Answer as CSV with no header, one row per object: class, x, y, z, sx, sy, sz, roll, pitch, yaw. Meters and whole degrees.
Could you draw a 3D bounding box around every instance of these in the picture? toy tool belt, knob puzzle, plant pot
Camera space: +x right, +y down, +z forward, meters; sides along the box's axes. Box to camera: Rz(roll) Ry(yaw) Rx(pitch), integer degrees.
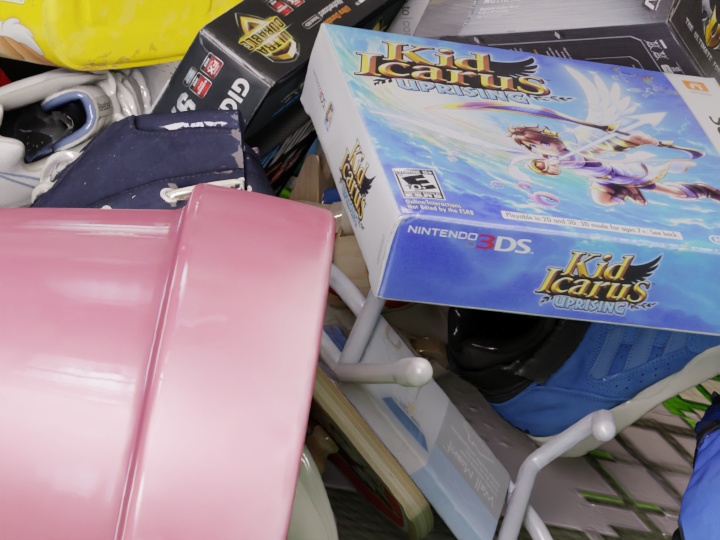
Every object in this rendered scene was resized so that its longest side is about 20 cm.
toy tool belt,0.000,0.000,1.435,0.122,0.126,0.200,-6,-1,25
knob puzzle,-0.036,0.054,1.217,0.220,0.030,0.220,49,-8,9
plant pot,-0.113,0.059,0.974,0.178,0.201,0.200,11,19,-3

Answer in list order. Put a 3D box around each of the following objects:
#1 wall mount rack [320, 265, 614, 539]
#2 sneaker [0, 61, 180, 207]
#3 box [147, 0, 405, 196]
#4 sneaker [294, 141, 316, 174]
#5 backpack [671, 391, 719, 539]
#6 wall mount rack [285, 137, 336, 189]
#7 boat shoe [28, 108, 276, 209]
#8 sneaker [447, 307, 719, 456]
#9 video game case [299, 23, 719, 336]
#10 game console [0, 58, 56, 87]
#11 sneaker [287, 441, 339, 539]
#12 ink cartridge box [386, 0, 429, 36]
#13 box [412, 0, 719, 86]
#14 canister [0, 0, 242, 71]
wall mount rack,0.047,0.068,1.217,0.200,0.074,0.174,51,22,-12
sneaker,-0.135,-0.066,1.346,0.200,0.087,0.075,-29,93,-51
box,-0.058,-0.073,1.372,0.046,0.159,0.200,37,29,5
sneaker,-0.009,-0.080,1.651,0.111,0.077,0.200,30,9,35
backpack,0.235,0.117,1.297,0.163,0.167,0.200,57,25,-4
wall mount rack,0.040,-0.097,1.567,0.199,0.175,0.075,9,6,6
boat shoe,-0.121,-0.002,1.113,0.075,0.199,0.093,70,12,-56
sneaker,0.131,0.002,1.345,0.111,0.200,0.077,36,29,-37
video game case,0.087,-0.041,1.236,0.199,0.046,0.182,7,28,-16
game console,-0.189,-0.077,1.466,0.176,0.031,0.200,19,21,-38
sneaker,-0.094,0.068,1.167,0.200,0.075,0.100,46,62,7
ink cartridge box,-0.031,-0.169,1.482,0.199,0.147,0.084,0,35,9
box,0.142,-0.074,1.424,0.158,0.048,0.200,0,-39,41
canister,-0.168,-0.151,1.372,0.199,0.087,0.148,13,17,41
